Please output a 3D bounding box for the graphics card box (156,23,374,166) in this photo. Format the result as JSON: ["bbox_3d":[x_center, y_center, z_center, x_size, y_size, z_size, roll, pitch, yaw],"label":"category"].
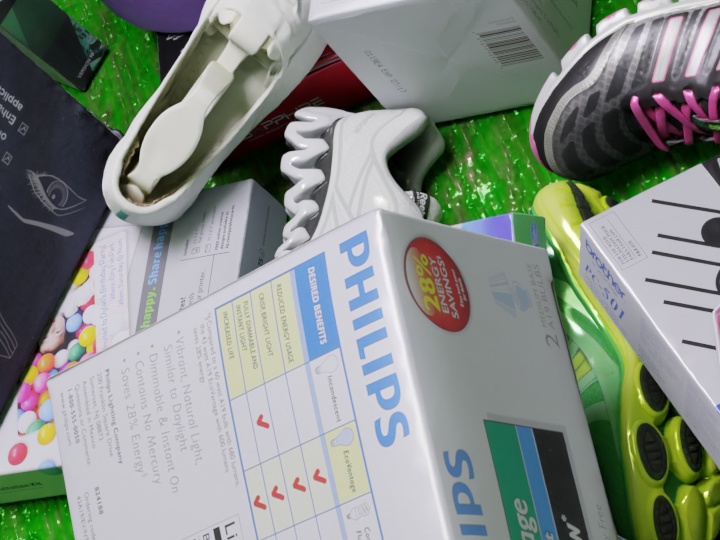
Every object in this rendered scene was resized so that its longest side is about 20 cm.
[{"bbox_3d":[-0.055,-0.165,1.446,0.125,0.051,0.201,-24,53,21],"label":"graphics card box"}]

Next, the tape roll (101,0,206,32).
[{"bbox_3d":[-0.093,-0.238,1.428,0.199,0.085,0.201,-16,55,25],"label":"tape roll"}]

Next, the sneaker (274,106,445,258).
[{"bbox_3d":[0.000,0.000,1.299,0.080,0.075,0.201,-8,59,20],"label":"sneaker"}]

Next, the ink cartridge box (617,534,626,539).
[{"bbox_3d":[0.027,0.178,1.143,0.200,0.043,0.198,31,105,40],"label":"ink cartridge box"}]

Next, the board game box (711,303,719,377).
[{"bbox_3d":[0.253,0.085,1.041,0.198,0.026,0.201,-4,57,1],"label":"board game box"}]

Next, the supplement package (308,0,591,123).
[{"bbox_3d":[0.054,-0.195,1.346,0.109,0.114,0.201,-9,59,27],"label":"supplement package"}]

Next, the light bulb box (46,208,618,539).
[{"bbox_3d":[-0.008,0.107,1.075,0.199,0.124,0.200,-26,67,34],"label":"light bulb box"}]

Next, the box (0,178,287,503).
[{"bbox_3d":[-0.140,0.042,1.387,0.199,0.041,0.157,-11,57,31],"label":"box"}]

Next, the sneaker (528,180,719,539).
[{"bbox_3d":[0.115,0.055,1.196,0.084,0.074,0.201,-47,45,38],"label":"sneaker"}]

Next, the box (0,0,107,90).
[{"bbox_3d":[-0.256,-0.179,1.492,0.144,0.200,0.037,21,79,40],"label":"box"}]

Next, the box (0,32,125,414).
[{"bbox_3d":[-0.252,-0.036,1.351,0.117,0.197,0.201,12,69,40],"label":"box"}]

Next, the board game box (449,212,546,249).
[{"bbox_3d":[0.033,0.084,1.192,0.134,0.029,0.202,-12,78,39],"label":"board game box"}]

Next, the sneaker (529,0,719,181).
[{"bbox_3d":[0.173,-0.087,1.226,0.199,0.074,0.088,-25,46,14],"label":"sneaker"}]

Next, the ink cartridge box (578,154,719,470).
[{"bbox_3d":[0.185,0.042,1.116,0.094,0.044,0.200,-26,59,-13],"label":"ink cartridge box"}]

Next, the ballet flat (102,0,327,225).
[{"bbox_3d":[-0.067,-0.105,1.339,0.201,0.069,0.069,-54,47,7],"label":"ballet flat"}]
